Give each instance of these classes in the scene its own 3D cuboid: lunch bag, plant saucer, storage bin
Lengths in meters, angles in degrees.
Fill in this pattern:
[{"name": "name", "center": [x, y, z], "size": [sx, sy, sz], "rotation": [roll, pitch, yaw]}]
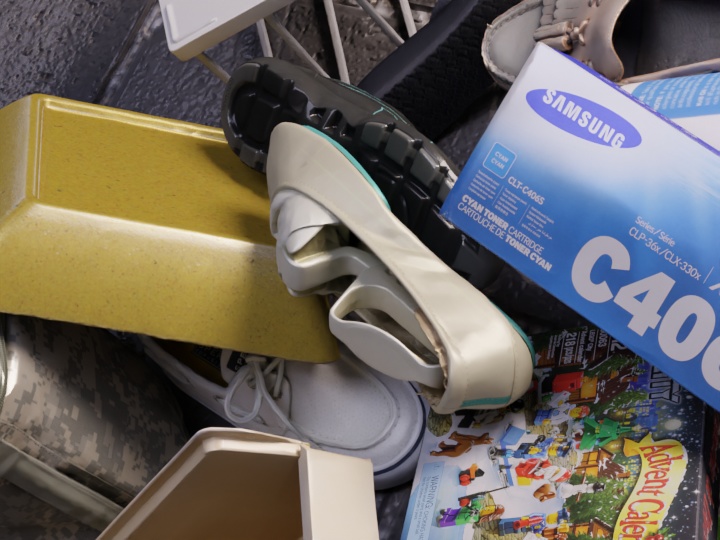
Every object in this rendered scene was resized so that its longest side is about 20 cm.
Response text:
[{"name": "lunch bag", "center": [-0.185, 0.080, 1.166], "size": [0.140, 0.200, 0.168], "rotation": [-49, 47, 1]}, {"name": "plant saucer", "center": [-0.110, -0.033, 1.155], "size": [0.200, 0.198, 0.049], "rotation": [-103, 26, -62]}, {"name": "storage bin", "center": [-0.066, 0.207, 1.028], "size": [0.199, 0.093, 0.201], "rotation": [-47, 38, 46]}]

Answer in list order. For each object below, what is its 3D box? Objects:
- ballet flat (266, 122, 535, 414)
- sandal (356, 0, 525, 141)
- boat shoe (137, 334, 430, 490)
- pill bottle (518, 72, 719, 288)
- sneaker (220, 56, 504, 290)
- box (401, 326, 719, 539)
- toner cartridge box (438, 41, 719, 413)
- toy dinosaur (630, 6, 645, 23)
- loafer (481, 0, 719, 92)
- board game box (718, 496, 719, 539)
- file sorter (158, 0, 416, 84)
[{"name": "ballet flat", "center": [0.000, 0.000, 1.049], "size": [0.070, 0.069, 0.200], "rotation": [-47, 57, -1]}, {"name": "sandal", "center": [0.070, -0.141, 1.197], "size": [0.199, 0.076, 0.043], "rotation": [-35, 50, 21]}, {"name": "boat shoe", "center": [-0.049, 0.049, 1.168], "size": [0.201, 0.086, 0.075], "rotation": [26, 79, 39]}, {"name": "pill bottle", "center": [0.173, -0.040, 1.067], "size": [0.198, 0.112, 0.113], "rotation": [-3, 62, 30]}, {"name": "sneaker", "center": [0.014, -0.055, 1.137], "size": [0.200, 0.079, 0.076], "rotation": [41, 118, 36]}, {"name": "box", "center": [0.093, 0.099, 1.009], "size": [0.135, 0.038, 0.201], "rotation": [-9, 32, 17]}, {"name": "toner cartridge box", "center": [0.139, -0.011, 0.993], "size": [0.199, 0.043, 0.095], "rotation": [35, 101, 25]}, {"name": "toy dinosaur", "center": [0.199, -0.128, 1.147], "size": [0.088, 0.048, 0.201], "rotation": [-35, 54, 1]}, {"name": "loafer", "center": [0.148, -0.121, 1.108], "size": [0.198, 0.063, 0.073], "rotation": [-1, 87, 25]}, {"name": "board game box", "center": [0.113, 0.131, 1.061], "size": [0.198, 0.030, 0.096], "rotation": [4, 65, 30]}, {"name": "file sorter", "center": [-0.006, -0.192, 1.256], "size": [0.199, 0.124, 0.140], "rotation": [-26, 54, 17]}]
